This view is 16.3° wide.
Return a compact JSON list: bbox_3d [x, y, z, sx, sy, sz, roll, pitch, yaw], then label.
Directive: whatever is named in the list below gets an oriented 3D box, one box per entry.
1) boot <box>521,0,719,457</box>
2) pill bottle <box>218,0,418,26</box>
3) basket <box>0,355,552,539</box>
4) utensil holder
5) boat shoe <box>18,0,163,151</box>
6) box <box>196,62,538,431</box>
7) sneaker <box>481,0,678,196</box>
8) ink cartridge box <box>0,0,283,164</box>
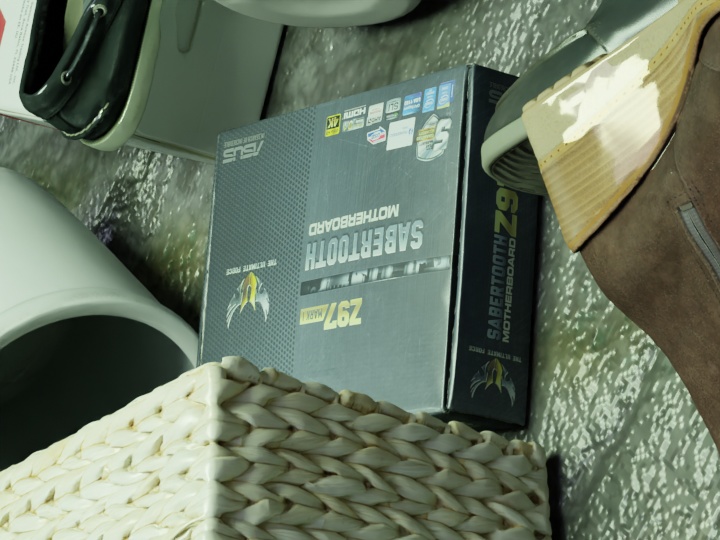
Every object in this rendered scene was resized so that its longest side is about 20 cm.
[{"bbox_3d":[0.166,-0.032,0.916,0.200,0.072,0.167,-34,89,40],"label":"boot"},{"bbox_3d":[-0.017,-0.228,1.201,0.113,0.112,0.202,-12,69,51],"label":"pill bottle"},{"bbox_3d":[-0.042,0.156,1.057,0.200,0.197,0.162,-30,52,46],"label":"basket"},{"bbox_3d":[-0.181,0.052,1.304,0.200,0.169,0.171,43,113,54],"label":"utensil holder"},{"bbox_3d":[-0.135,-0.164,1.251,0.074,0.066,0.201,4,81,52],"label":"boat shoe"},{"bbox_3d":[0.000,0.000,1.169,0.199,0.051,0.159,-10,72,52],"label":"box"},{"bbox_3d":[0.128,-0.111,1.022,0.199,0.075,0.107,-29,52,34],"label":"sneaker"},{"bbox_3d":[-0.126,-0.142,1.358,0.199,0.083,0.146,15,90,54],"label":"ink cartridge box"}]
